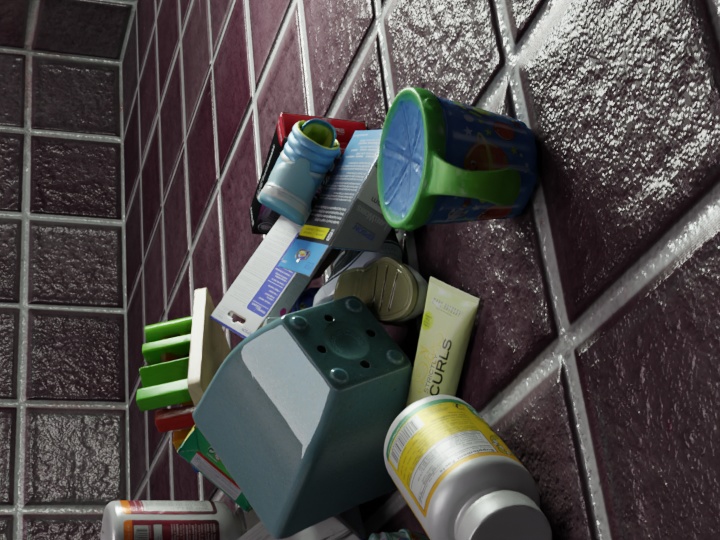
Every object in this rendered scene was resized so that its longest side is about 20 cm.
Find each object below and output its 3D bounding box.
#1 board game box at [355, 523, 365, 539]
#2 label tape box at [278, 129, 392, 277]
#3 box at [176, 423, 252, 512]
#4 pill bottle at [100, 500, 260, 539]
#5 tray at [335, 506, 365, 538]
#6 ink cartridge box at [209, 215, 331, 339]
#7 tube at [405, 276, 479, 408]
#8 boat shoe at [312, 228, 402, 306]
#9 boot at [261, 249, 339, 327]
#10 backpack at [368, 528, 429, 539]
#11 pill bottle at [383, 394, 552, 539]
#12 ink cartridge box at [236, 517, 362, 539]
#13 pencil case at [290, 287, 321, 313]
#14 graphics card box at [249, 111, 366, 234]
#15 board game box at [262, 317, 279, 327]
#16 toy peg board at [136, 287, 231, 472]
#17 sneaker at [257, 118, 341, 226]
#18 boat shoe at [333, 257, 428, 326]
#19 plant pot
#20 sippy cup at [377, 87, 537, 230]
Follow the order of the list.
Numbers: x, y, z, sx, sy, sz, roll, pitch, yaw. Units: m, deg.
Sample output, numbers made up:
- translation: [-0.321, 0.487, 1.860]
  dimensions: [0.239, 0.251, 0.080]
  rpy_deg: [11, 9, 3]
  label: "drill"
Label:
- translation: [-0.065, 0.352, 1.585]
  dimensions: [0.201, 0.133, 0.045]
  rpy_deg: [-115, 34, -55]
  label: "board game box"
- translation: [-0.008, -0.071, 1.482]
  dimensions: [0.201, 0.063, 0.144]
  rpy_deg: [-61, 19, -5]
  label: "label tape box"
- translation: [-0.141, 0.225, 1.531]
  dimensions: [0.049, 0.117, 0.200]
  rpy_deg: [-53, -9, 14]
  label: "box"
- translation: [-0.219, 0.343, 1.524]
  dimensions: [0.109, 0.198, 0.111]
  rpy_deg: [-176, 90, -70]
  label: "pill bottle"
- translation: [-0.055, 0.258, 1.547]
  dimensions: [0.200, 0.022, 0.108]
  rpy_deg: [52, -162, -44]
  label: "tray"
- translation: [-0.114, 0.005, 1.659]
  dimensions: [0.094, 0.037, 0.201]
  rpy_deg: [25, 74, 43]
  label: "ink cartridge box"
- translation: [0.081, 0.113, 1.331]
  dimensions: [0.052, 0.057, 0.202]
  rpy_deg: [-60, -18, -75]
  label: "tube"
- translation: [0.000, 0.000, 1.577]
  dimensions: [0.200, 0.071, 0.072]
  rpy_deg: [-42, 39, 50]
  label: "boat shoe"
- translation: [-0.112, 0.015, 1.756]
  dimensions: [0.201, 0.075, 0.074]
  rpy_deg: [-55, 20, 12]
  label: "boot"
- translation: [0.048, 0.369, 1.269]
  dimensions: [0.167, 0.125, 0.202]
  rpy_deg: [-116, 38, -61]
  label: "backpack"
- translation: [0.102, 0.208, 1.157]
  dimensions: [0.200, 0.112, 0.114]
  rpy_deg: [-131, 48, -64]
  label: "pill bottle"
- translation: [-0.044, 0.360, 1.432]
  dimensions: [0.199, 0.115, 0.067]
  rpy_deg: [31, 145, 40]
  label: "ink cartridge box"
- translation: [-0.078, 0.105, 1.743]
  dimensions: [0.078, 0.086, 0.201]
  rpy_deg: [55, 146, 21]
  label: "pencil case"
- translation: [-0.075, -0.128, 1.709]
  dimensions: [0.201, 0.124, 0.051]
  rpy_deg: [116, 151, -46]
  label: "graphics card box"
- translation: [-0.080, 0.136, 1.649]
  dimensions: [0.200, 0.146, 0.065]
  rpy_deg: [121, 144, -54]
  label: "board game box"
- translation: [-0.232, 0.168, 1.678]
  dimensions: [0.201, 0.097, 0.201]
  rpy_deg: [-95, -8, -52]
  label: "toy peg board"
- translation: [-0.074, -0.130, 1.588]
  dimensions: [0.131, 0.079, 0.200]
  rpy_deg: [-62, 7, -1]
  label: "sneaker"
- translation: [0.038, 0.028, 1.442]
  dimensions: [0.200, 0.068, 0.076]
  rpy_deg: [6, 82, 66]
  label: "boat shoe"
- translation: [-0.047, 0.145, 1.400]
  dimensions: [0.197, 0.195, 0.201]
  rpy_deg: [49, 136, 28]
  label: "plant pot"
- translation: [0.098, -0.104, 1.194]
  dimensions: [0.140, 0.129, 0.179]
  rpy_deg: [117, 150, -47]
  label: "sippy cup"
